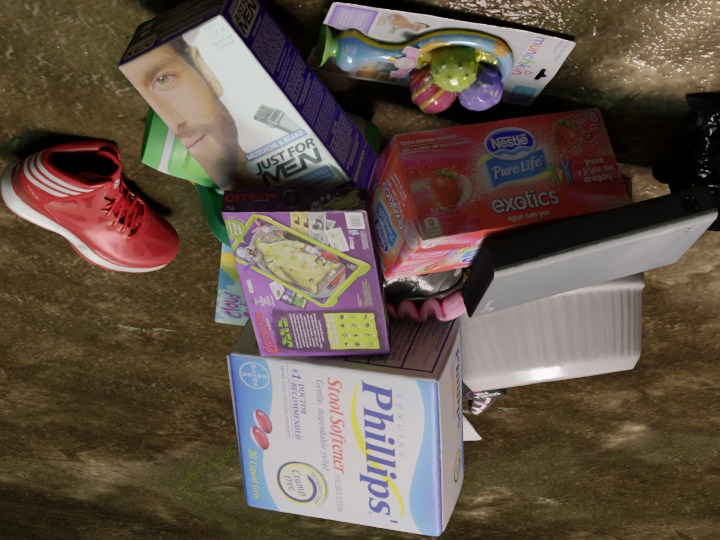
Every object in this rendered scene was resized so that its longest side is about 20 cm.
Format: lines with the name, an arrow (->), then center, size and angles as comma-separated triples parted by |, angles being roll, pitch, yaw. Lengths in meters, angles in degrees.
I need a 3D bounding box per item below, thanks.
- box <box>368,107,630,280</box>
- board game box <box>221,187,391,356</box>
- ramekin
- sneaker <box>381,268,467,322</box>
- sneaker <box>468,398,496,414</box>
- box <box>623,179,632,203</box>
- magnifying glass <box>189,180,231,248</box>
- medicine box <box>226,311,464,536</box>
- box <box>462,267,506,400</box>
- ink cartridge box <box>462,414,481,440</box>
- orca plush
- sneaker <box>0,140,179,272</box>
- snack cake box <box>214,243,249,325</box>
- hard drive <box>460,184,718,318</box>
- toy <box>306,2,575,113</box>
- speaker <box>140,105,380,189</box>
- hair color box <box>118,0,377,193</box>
box -> 0.112, -0.065, 1.377 | 0.198, 0.096, 0.103 | -10, 163, -22
board game box -> -0.041, 0.005, 1.364 | 0.119, 0.033, 0.201 | -4, 142, 5
ramekin -> 0.177, 0.058, 1.549 | 0.200, 0.095, 0.202 | -9, 174, -1
sneaker -> 0.000, 0.000, 1.462 | 0.198, 0.079, 0.096 | -8, 126, 0
sneaker -> 0.189, 0.119, 1.899 | 0.114, 0.076, 0.200 | 4, 157, -3
box -> 0.148, -0.058, 1.492 | 0.198, 0.076, 0.050 | 11, 156, -9
magnifying glass -> -0.125, -0.070, 1.435 | 0.079, 0.200, 0.023 | -14, 135, -41
medicine box -> -0.008, 0.133, 1.517 | 0.198, 0.103, 0.184 | 7, 123, 16
box -> 0.053, 0.050, 1.702 | 0.147, 0.125, 0.200 | -7, 154, 30
ink cartridge box -> 0.017, 0.123, 1.635 | 0.198, 0.068, 0.115 | -2, 154, 21
orca plush -> 0.312, -0.073, 1.418 | 0.104, 0.072, 0.200 | 6, 157, 1
sneaker -> -0.240, -0.060, 1.579 | 0.199, 0.079, 0.115 | 21, 154, -35
snack cake box -> -0.097, -0.034, 1.556 | 0.066, 0.116, 0.200 | 7, 156, -4
hard drive -> 0.190, -0.015, 1.388 | 0.198, 0.033, 0.140 | -15, 165, -9
toy -> 0.060, -0.158, 1.311 | 0.198, 0.048, 0.115 | 11, 158, -10
speaker -> -0.087, -0.110, 1.414 | 0.198, 0.089, 0.089 | 11, 157, -12
hair color box -> -0.087, -0.126, 1.300 | 0.109, 0.065, 0.200 | -21, 122, 30
